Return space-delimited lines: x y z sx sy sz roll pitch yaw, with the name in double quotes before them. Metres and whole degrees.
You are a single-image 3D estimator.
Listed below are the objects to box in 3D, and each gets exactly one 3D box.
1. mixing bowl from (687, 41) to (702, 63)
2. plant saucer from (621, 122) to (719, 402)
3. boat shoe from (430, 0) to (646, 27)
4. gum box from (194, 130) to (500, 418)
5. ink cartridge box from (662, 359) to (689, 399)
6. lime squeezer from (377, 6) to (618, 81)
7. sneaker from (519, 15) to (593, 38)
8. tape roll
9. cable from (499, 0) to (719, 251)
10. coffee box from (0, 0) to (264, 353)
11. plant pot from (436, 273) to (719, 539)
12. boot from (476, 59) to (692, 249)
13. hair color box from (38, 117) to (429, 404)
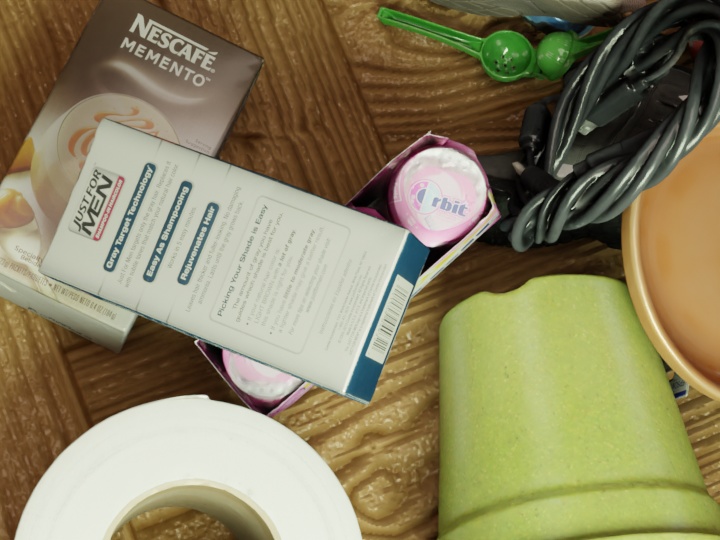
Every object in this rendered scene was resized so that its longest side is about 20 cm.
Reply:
"mixing bowl" 0.294 -0.155 1.221 0.200 0.200 0.108 35 91 -1
"plant saucer" 0.239 -0.012 1.139 0.200 0.037 0.200 5 81 -30
"boat shoe" 0.099 -0.210 1.217 0.200 0.076 0.072 11 85 21
"gum box" 0.000 0.000 1.127 0.200 0.114 0.066 -42 87 4
"ink cartridge box" 0.229 -0.002 1.210 0.037 0.095 0.200 19 75 -8
"lime squeezer" 0.113 -0.156 1.225 0.200 0.071 0.038 7 53 34
"sneaker" 0.162 -0.254 1.258 0.078 0.090 0.200 22 78 -5
"tape roll" -0.106 0.184 1.084 0.202 0.139 0.203 2 78 -10
"cable" 0.152 -0.090 1.092 0.051 0.200 0.163 42 56 -17
"coffee box" -0.157 -0.065 1.161 0.114 0.080 0.200 26 74 -4
"plant pot" 0.124 0.109 1.132 0.200 0.200 0.184 -3 66 -11
"boot" 0.136 -0.084 1.234 0.200 0.070 0.132 8 60 1
"hair color box" -0.072 -0.006 1.049 0.200 0.061 0.100 21 85 17
